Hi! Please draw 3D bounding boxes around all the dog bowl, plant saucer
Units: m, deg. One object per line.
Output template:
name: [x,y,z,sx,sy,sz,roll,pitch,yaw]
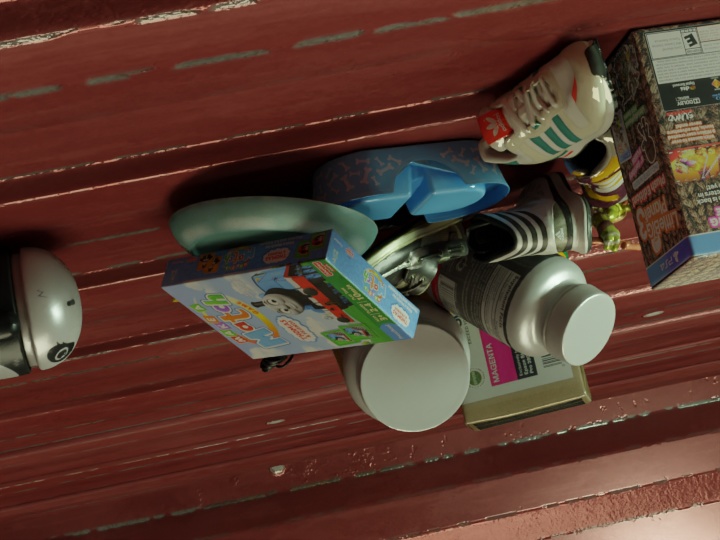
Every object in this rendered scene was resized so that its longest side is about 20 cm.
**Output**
dog bowl: [0.044,-0.082,1.454,0.198,0.050,0.111,-7,165,-20]
plant saucer: [-0.083,-0.028,1.436,0.198,0.028,0.200,2,165,0]

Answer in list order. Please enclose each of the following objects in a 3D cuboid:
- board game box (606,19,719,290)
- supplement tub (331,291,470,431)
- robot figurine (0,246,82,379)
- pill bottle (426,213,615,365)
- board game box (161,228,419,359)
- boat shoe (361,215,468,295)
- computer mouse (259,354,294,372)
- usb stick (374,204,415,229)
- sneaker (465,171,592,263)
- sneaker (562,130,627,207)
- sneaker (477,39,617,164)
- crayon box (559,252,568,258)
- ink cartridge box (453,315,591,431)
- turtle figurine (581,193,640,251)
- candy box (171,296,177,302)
board game box: [0.309,-0.103,1.285,0.158,0.202,0.097,-9,166,-12]
supplement tub: [0.045,0.090,1.723,0.144,0.147,0.200,-11,-164,-6]
robot figurine: [-0.365,0.048,1.443,0.198,0.151,0.125,-10,137,-8]
pill bottle: [0.170,0.024,1.612,0.110,0.112,0.199,2,-159,-45]
board game box: [-0.067,0.027,1.444,0.199,0.037,0.151,-9,145,36]
boat shoe: [0.049,-0.008,1.529,0.072,0.066,0.200,-27,-176,43]
computer mouse: [-0.037,0.036,1.725,0.053,0.139,0.200,33,141,-7]
usb stick: [-0.039,-0.051,1.537,0.198,0.033,0.055,-8,165,-20]
sneaker: [0.158,-0.056,1.549,0.114,0.076,0.201,-6,-170,-5]
sneaker: [0.224,-0.110,1.434,0.089,0.075,0.200,-21,160,-15]
sneaker: [0.153,-0.132,1.298,0.093,0.071,0.200,-16,170,-10]
crayon box: [0.144,0.002,1.858,0.199,0.059,0.119,-19,165,26]
ink cartridge box: [0.194,0.089,1.954,0.163,0.202,0.075,-16,166,10]
turtle figurine: [0.253,-0.061,1.663,0.160,0.065,0.200,-12,-161,25]
candy box: [-0.119,-0.008,1.650,0.102,0.027,0.200,-2,163,-35]
